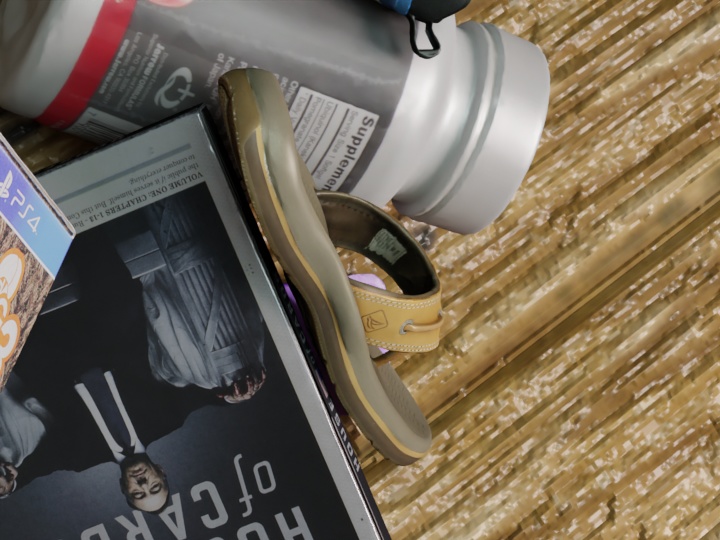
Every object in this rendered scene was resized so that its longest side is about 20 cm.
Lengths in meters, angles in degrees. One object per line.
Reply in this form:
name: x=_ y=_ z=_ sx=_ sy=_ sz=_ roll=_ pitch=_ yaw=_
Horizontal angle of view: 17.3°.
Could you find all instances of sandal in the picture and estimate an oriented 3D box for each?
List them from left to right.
sandal: x=0.000 y=0.000 z=0.869 sx=0.054 sy=0.080 sz=0.200 roll=-23 pitch=134 yaw=-1

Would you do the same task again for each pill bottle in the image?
pill bottle: x=-0.032 y=-0.082 z=0.906 sx=0.199 sy=0.111 sz=0.111 roll=19 pitch=76 yaw=-21

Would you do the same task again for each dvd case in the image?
dvd case: x=-0.086 y=0.059 z=0.863 sx=0.150 sy=0.025 sz=0.201 roll=-22 pitch=99 yaw=7

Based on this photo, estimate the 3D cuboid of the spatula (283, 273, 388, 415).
spatula: x=-0.075 y=0.035 z=0.921 sx=0.199 sy=0.021 sz=0.057 roll=-4 pitch=90 yaw=-23

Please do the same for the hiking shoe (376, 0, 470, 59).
hiking shoe: x=0.050 y=-0.182 z=0.853 sx=0.087 sy=0.074 sz=0.200 roll=36 pitch=95 yaw=-18

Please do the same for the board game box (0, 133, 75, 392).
board game box: x=-0.215 y=0.033 z=0.778 sx=0.159 sy=0.097 sz=0.201 roll=19 pitch=74 yaw=17
